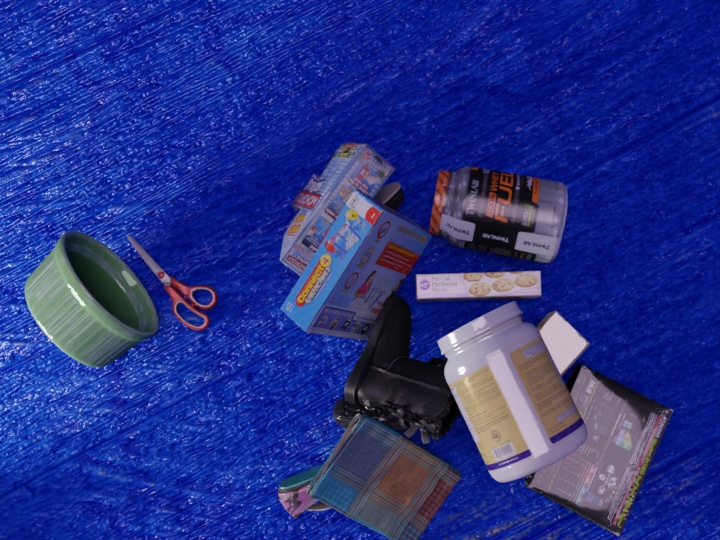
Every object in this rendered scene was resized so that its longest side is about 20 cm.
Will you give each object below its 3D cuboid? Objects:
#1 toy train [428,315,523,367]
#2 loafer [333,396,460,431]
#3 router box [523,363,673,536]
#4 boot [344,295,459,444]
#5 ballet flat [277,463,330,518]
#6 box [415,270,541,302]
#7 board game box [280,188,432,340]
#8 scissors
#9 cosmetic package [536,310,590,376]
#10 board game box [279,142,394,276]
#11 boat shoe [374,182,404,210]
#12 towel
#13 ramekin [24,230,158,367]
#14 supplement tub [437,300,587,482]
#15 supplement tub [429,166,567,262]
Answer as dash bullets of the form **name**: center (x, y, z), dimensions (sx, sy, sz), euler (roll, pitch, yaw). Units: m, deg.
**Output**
- **toy train**: center (0.166, 0.120, 1.198), dimensions (0.197, 0.046, 0.035), euler (-31, 81, 0)
- **loafer**: center (0.057, 0.217, 1.181), dimensions (0.195, 0.072, 0.069), euler (-6, 41, 0)
- **router box**: center (0.353, 0.264, 1.157), dimensions (0.147, 0.062, 0.203), euler (26, 85, 8)
- **boot**: center (0.081, 0.142, 1.147), dimensions (0.159, 0.074, 0.201), euler (15, 58, 23)
- **ballet flat**: center (-0.030, 0.317, 1.185), dimensions (0.197, 0.069, 0.072), euler (-28, 99, 3)
- **box**: center (0.183, 0.025, 1.212), dimensions (0.194, 0.039, 0.043), euler (-1, 81, 5)
- **board game box**: center (0.000, 0.000, 1.131), dimensions (0.056, 0.199, 0.198), euler (36, 98, 25)
- **scissors**: center (-0.320, 0.021, 1.265), dimensions (0.198, 0.014, 0.074), euler (32, 88, 6)
- **cosmetic package**: center (0.243, 0.161, 1.159), dimensions (0.073, 0.104, 0.200), euler (42, 87, 9)
- **board game box**: center (-0.058, -0.091, 1.165), dimensions (0.061, 0.199, 0.202), euler (35, 85, -21)
- **boat shoe**: center (-0.003, -0.059, 1.228), dimensions (0.201, 0.073, 0.063), euler (-44, 111, -9)
- **towel**: center (0.038, 0.314, 1.147), dimensions (0.198, 0.022, 0.148), euler (33, 96, -18)
- **ramekin**: center (-0.411, 0.049, 1.182), dimensions (0.097, 0.200, 0.201), euler (-39, 82, 6)
- **supplement tub**: center (0.199, 0.160, 1.039), dimensions (0.143, 0.145, 0.204), euler (-25, 80, 1)
- **supplement tub**: center (0.207, -0.088, 1.183), dimensions (0.195, 0.123, 0.126), euler (10, 84, 6)
